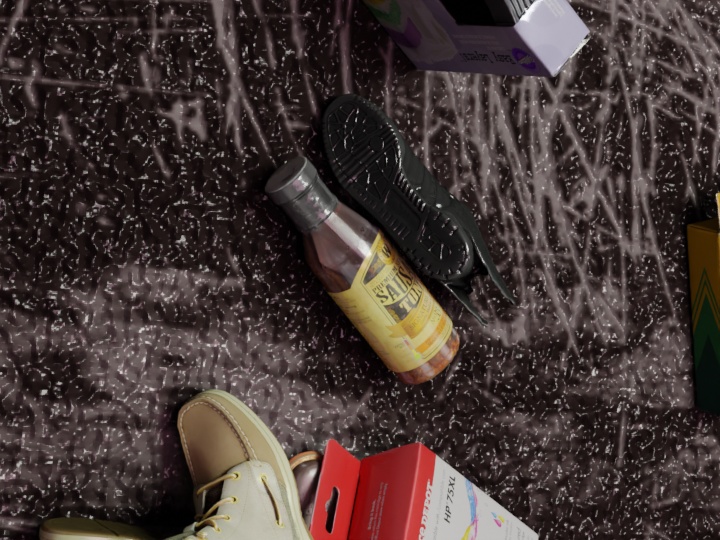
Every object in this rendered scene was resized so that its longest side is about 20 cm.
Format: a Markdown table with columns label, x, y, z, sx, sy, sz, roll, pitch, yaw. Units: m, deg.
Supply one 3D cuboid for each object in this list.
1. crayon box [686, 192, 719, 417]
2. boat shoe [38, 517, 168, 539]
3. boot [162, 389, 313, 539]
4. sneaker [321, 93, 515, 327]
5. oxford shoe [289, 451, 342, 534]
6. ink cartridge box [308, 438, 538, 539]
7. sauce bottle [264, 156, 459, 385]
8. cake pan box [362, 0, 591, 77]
| label | x | y | z | sx | sy | sz | roll | pitch | yaw |
| --- | --- | --- | --- | --- | --- | --- | --- | --- | --- |
| crayon box | 0.353 | 0.018 | 1.534 | 0.126 | 0.051 | 0.202 | -11 | 104 | -26 |
| boat shoe | -0.151 | 0.231 | 1.299 | 0.199 | 0.073 | 0.064 | 20 | 84 | -36 |
| boot | -0.109 | 0.181 | 1.241 | 0.154 | 0.072 | 0.201 | -2 | 63 | -57 |
| sneaker | 0.045 | -0.046 | 1.357 | 0.060 | 0.104 | 0.201 | -38 | 80 | 10 |
| oxford shoe | -0.017 | 0.239 | 1.366 | 0.071 | 0.073 | 0.202 | -19 | 106 | -23 |
| ink cartridge box | 0.051 | 0.218 | 1.363 | 0.200 | 0.067 | 0.117 | 40 | 46 | -34 |
| sauce bottle | 0.000 | 0.000 | 1.341 | 0.066 | 0.066 | 0.200 | -46 | 117 | -13 |
| cake pan box | 0.053 | -0.221 | 1.256 | 0.052 | 0.199 | 0.184 | -51 | 119 | -13 |
